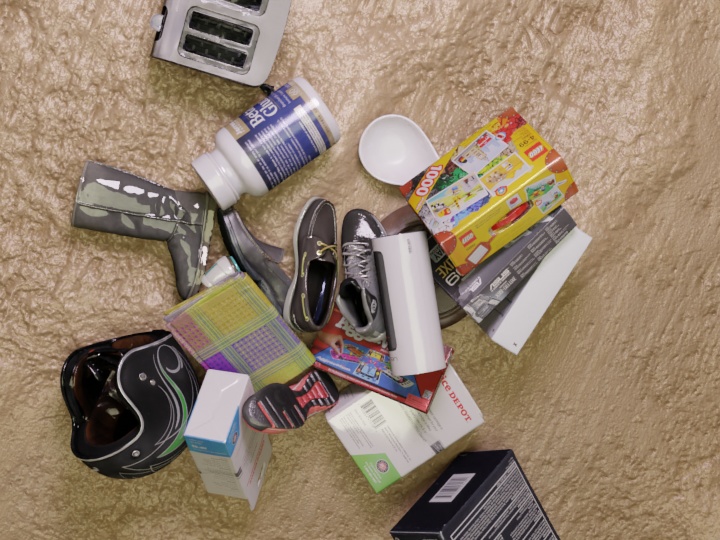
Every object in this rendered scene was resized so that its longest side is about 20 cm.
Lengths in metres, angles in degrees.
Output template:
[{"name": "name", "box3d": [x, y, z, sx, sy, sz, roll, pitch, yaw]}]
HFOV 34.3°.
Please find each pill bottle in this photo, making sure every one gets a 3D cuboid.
[{"name": "pill bottle", "box3d": [-0.136, -0.175, 1.654, 0.200, 0.111, 0.111, -36, 102, -7]}]

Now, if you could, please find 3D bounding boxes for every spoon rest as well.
[{"name": "spoon rest", "box3d": [0.090, -0.153, 1.722, 0.199, 0.061, 0.100, 30, 95, -12]}]

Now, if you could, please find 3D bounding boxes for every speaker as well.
[{"name": "speaker", "box3d": [0.069, 0.047, 1.652, 0.081, 0.081, 0.201, -9, 91, -5]}]

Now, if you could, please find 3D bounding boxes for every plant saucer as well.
[{"name": "plant saucer", "box3d": [0.101, -0.003, 1.765, 0.199, 0.032, 0.201, -1, 99, -8]}]

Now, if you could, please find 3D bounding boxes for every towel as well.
[{"name": "towel", "box3d": [-0.171, 0.098, 1.680, 0.143, 0.023, 0.200, -31, 121, 13]}]

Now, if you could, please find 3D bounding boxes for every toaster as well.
[{"name": "toaster", "box3d": [-0.184, -0.354, 1.624, 0.199, 0.119, 0.182, 16, 98, -10]}]

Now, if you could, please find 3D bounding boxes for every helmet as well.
[{"name": "helmet", "box3d": [-0.321, 0.195, 1.663, 0.199, 0.200, 0.192, -12, 98, -5]}]

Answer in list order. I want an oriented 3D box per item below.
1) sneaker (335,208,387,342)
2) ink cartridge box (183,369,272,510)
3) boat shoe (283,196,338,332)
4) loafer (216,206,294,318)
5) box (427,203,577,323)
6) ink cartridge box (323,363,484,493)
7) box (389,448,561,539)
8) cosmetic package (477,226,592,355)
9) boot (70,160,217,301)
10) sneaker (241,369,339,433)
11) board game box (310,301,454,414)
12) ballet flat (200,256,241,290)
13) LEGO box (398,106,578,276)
[{"name": "sneaker", "box3d": [0.000, 0.000, 1.682, 0.075, 0.115, 0.201, -14, 79, 18]}, {"name": "ink cartridge box", "box3d": [-0.189, 0.251, 1.699, 0.066, 0.116, 0.201, 6, 141, 13]}, {"name": "boat shoe", "box3d": [-0.060, -0.009, 1.702, 0.071, 0.060, 0.202, 14, 81, -40]}, {"name": "loafer", "box3d": [-0.145, -0.015, 1.717, 0.072, 0.073, 0.201, -31, 112, -10]}, {"name": "box", "box3d": [0.186, -0.044, 1.671, 0.200, 0.158, 0.050, -45, 132, 3]}, {"name": "ink cartridge box", "box3d": [0.064, 0.215, 1.770, 0.200, 0.084, 0.146, -33, 102, 0]}, {"name": "box", "box3d": [0.179, 0.409, 1.754, 0.200, 0.123, 0.199, -39, 105, -38]}, {"name": "cosmetic package", "box3d": [0.250, 0.015, 1.724, 0.052, 0.151, 0.201, 31, 94, -11]}, {"name": "boot", "box3d": [-0.317, -0.054, 1.684, 0.199, 0.073, 0.183, 9, 85, -15]}, {"name": "sneaker", "box3d": [-0.112, 0.208, 1.702, 0.087, 0.200, 0.074, -38, 76, 31]}, {"name": "board game box", "box3d": [0.028, 0.127, 1.721, 0.199, 0.019, 0.103, 20, 76, 19]}, {"name": "ballet flat", "box3d": [-0.175, 0.068, 1.706, 0.069, 0.070, 0.201, -27, 122, -2]}, {"name": "LEGO box", "box3d": [0.176, -0.112, 1.625, 0.200, 0.149, 0.077, -36, 132, 2]}]
